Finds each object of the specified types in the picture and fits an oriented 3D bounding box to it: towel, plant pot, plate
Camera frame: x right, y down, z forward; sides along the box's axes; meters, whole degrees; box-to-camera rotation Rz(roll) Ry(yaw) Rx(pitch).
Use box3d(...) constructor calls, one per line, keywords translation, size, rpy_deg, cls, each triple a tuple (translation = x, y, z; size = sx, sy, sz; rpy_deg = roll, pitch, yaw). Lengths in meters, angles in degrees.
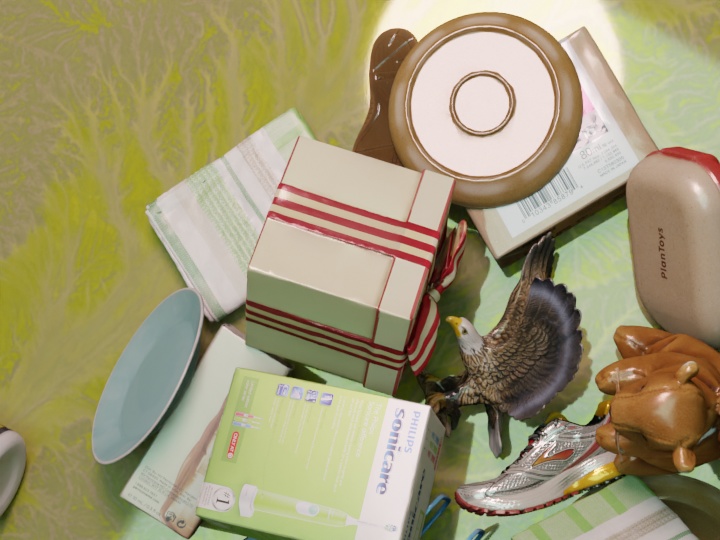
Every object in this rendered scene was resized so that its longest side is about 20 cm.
box3d(translation=(-0.112, -0.058, 1.599), size=(0.199, 0.031, 0.150), rpy_deg=(-33, 80, 2), cls="towel")
box3d(translation=(0.274, 0.274, 1.404), size=(0.197, 0.028, 0.201), rpy_deg=(-10, 38, 8), cls="plant pot")
box3d(translation=(-0.212, 0.111, 1.536), size=(0.025, 0.200, 0.202), rpy_deg=(31, 89, -25), cls="plate")
box3d(translation=(0.246, 0.281, 1.364), size=(0.148, 0.031, 0.200), rpy_deg=(-23, 38, -13), cls="towel")
box3d(translation=(0.123, -0.164, 1.498), size=(0.197, 0.027, 0.203), rpy_deg=(-2, 82, 12), cls="plant pot")

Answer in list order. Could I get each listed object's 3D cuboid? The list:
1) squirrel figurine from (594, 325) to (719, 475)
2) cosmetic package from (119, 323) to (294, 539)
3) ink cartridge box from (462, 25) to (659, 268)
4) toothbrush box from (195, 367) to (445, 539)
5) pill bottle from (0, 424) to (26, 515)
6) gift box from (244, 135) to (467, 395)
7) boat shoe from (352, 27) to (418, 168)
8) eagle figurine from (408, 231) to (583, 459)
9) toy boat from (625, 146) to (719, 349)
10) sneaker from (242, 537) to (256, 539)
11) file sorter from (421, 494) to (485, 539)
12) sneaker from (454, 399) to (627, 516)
box3d(translation=(0.307, 0.125, 1.347), size=(0.197, 0.187, 0.144), rpy_deg=(7, 86, 13), cls="squirrel figurine")
box3d(translation=(-0.155, 0.163, 1.538), size=(0.087, 0.103, 0.201), rpy_deg=(31, 90, 2), cls="cosmetic package")
box3d(translation=(0.186, -0.125, 1.532), size=(0.199, 0.075, 0.166), rpy_deg=(-31, 79, 6), cls="ink cartridge box")
box3d(translation=(-0.036, 0.187, 1.405), size=(0.197, 0.086, 0.147), rpy_deg=(9, 73, 18), cls="toothbrush box")
box3d(translation=(-0.465, 0.189, 1.592), size=(0.198, 0.112, 0.113), rpy_deg=(22, 87, 13), cls="pill bottle")
box3d(translation=(0.000, 0.000, 1.468), size=(0.184, 0.201, 0.186), rpy_deg=(17, 65, 6), cls="gift box")
box3d(translation=(0.039, -0.148, 1.569), size=(0.072, 0.063, 0.203), rpy_deg=(8, 85, 23), cls="boat shoe")
box3d(translation=(0.142, 0.077, 1.472), size=(0.199, 0.151, 0.153), rpy_deg=(-35, 67, 11), cls="eagle figurine")
box3d(translation=(0.342, -0.028, 1.455), size=(0.129, 0.130, 0.203), rpy_deg=(-19, 112, -24), cls="toy boat")
box3d(translation=(-0.071, 0.229, 1.532), size=(0.089, 0.078, 0.201), rpy_deg=(30, 87, 19), cls="sneaker")
box3d(translation=(0.111, 0.329, 1.452), size=(0.200, 0.139, 0.123), rpy_deg=(43, 88, 13), cls="file sorter")
box3d(translation=(0.181, 0.187, 1.476), size=(0.198, 0.078, 0.083), rpy_deg=(-20, 85, -14), cls="sneaker")
